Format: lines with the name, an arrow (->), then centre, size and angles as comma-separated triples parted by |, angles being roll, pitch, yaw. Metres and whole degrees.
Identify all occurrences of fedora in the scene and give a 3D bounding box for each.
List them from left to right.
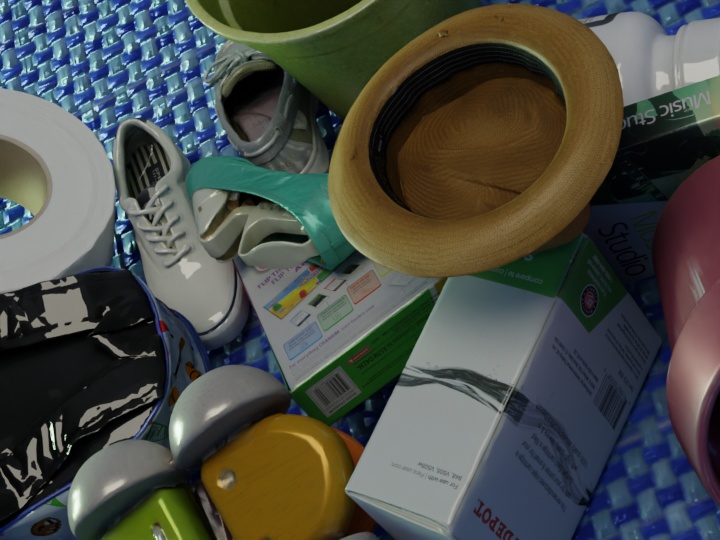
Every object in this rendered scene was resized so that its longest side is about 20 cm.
fedora -> 0.077, -0.063, 1.246 | 0.199, 0.082, 0.202 | -19, 50, 24

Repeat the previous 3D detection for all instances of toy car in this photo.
toy car -> -0.074, 0.170, 1.330 | 0.199, 0.150, 0.176 | -36, 71, 13

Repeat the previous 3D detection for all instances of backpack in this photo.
backpack -> -0.190, 0.099, 1.437 | 0.190, 0.154, 0.201 | -31, 58, 19

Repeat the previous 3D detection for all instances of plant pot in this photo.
plant pot -> 0.001, -0.193, 1.484 | 0.199, 0.184, 0.202 | -13, 56, 20
plant pot -> 0.257, 0.025, 1.224 | 0.199, 0.200, 0.180 | -32, 37, 8

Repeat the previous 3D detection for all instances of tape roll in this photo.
tape roll -> -0.278, -0.039, 1.549 | 0.200, 0.071, 0.204 | 5, 50, -6

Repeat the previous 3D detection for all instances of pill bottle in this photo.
pill bottle -> 0.153, -0.105, 1.391 | 0.198, 0.120, 0.121 | -7, 59, 25

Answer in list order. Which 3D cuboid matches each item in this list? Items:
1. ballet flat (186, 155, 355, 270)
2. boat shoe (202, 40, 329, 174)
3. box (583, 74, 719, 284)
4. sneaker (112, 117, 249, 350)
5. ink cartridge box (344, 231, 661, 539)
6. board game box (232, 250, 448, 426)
ballet flat -> -0.071, -0.036, 1.432 | 0.199, 0.068, 0.070 | 8, 45, 49
boat shoe -> -0.073, -0.124, 1.543 | 0.074, 0.065, 0.203 | -29, 36, 11
box -> 0.184, -0.051, 1.325 | 0.198, 0.144, 0.037 | -19, 54, 18
sneaker -> -0.141, -0.028, 1.535 | 0.073, 0.071, 0.201 | -34, 51, 7
ink cartridge box -> 0.091, 0.088, 1.292 | 0.083, 0.147, 0.201 | 15, 69, 35
board game box -> 0.000, 0.000, 1.420 | 0.153, 0.040, 0.200 | -36, 31, 5
